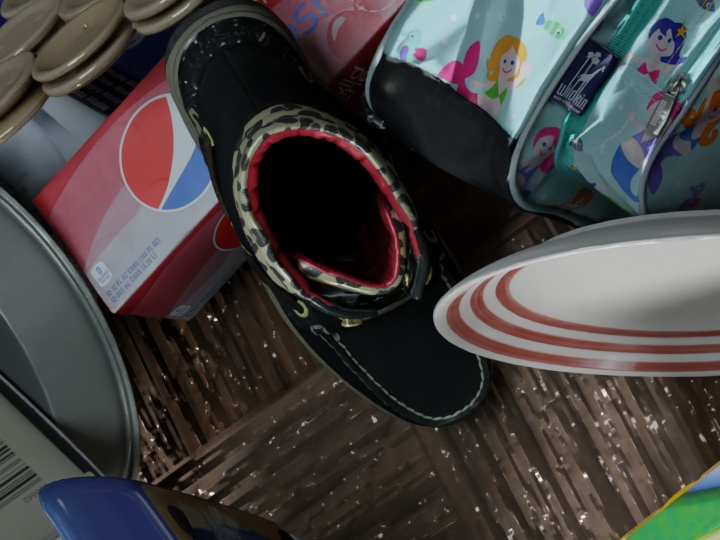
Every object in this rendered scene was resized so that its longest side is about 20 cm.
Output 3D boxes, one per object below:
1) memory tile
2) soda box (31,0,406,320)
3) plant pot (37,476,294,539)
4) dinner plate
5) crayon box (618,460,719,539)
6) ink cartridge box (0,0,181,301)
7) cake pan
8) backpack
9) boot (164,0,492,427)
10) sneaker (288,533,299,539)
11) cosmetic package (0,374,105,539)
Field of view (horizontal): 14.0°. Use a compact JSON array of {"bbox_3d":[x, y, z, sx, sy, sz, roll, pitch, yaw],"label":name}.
[{"bbox_3d":[-0.085,-0.130,1.233,0.199,0.154,0.017,-30,115,24],"label":"memory tile"},{"bbox_3d":[-0.043,-0.070,1.236,0.200,0.063,0.070,-47,67,18],"label":"soda box"},{"bbox_3d":[-0.083,0.196,1.122,0.180,0.200,0.200,-42,66,10],"label":"plant pot"},{"bbox_3d":[0.125,0.007,1.062,0.199,0.200,0.024,-9,73,33],"label":"dinner plate"},{"bbox_3d":[0.158,0.101,1.086,0.200,0.119,0.058,-42,69,26],"label":"crayon box"},{"bbox_3d":[-0.185,-0.069,1.356,0.199,0.041,0.201,28,106,30],"label":"ink cartridge box"},{"bbox_3d":[-0.181,0.040,1.301,0.200,0.037,0.201,27,134,31],"label":"cake pan"},{"bbox_3d":[0.113,-0.110,1.080,0.150,0.177,0.201,28,96,26],"label":"backpack"},{"bbox_3d":[-0.002,0.000,1.131,0.073,0.154,0.204,-33,112,0],"label":"boot"},{"bbox_3d":[-0.033,0.212,1.243,0.115,0.075,0.201,27,100,31],"label":"sneaker"},{"bbox_3d":[-0.184,0.142,1.278,0.103,0.087,0.201,41,140,16],"label":"cosmetic package"}]
